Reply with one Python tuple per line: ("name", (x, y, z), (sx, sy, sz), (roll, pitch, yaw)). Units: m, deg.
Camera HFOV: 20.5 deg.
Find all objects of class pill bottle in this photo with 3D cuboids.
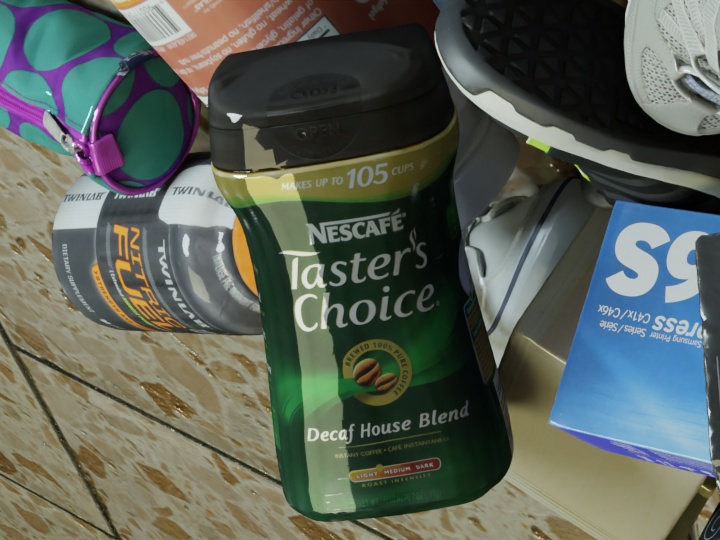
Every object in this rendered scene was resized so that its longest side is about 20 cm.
("pill bottle", (-0.087, -0.016, 1.147), (0.199, 0.106, 0.106), (-1, 135, 53))
("pill bottle", (-0.020, -0.103, 0.905), (0.200, 0.112, 0.112), (47, 153, -21))

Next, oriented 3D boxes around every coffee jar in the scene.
("coffee jar", (0.000, 0.000, 0.836), (0.104, 0.085, 0.201), (-9, 110, 8))

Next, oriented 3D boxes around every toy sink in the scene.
("toy sink", (0.134, 0.052, 0.943), (0.112, 0.131, 0.200), (32, 154, 10))

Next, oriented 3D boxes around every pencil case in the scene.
("pencil case", (-0.189, -0.114, 1.127), (0.199, 0.092, 0.086), (23, 128, 31))

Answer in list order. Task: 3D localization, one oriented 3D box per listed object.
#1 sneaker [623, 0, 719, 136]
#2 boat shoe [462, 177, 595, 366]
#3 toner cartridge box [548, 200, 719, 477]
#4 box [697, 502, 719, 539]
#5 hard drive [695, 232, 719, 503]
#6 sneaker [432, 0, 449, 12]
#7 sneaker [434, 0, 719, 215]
("sneaker", (0.130, -0.075, 0.650), (0.074, 0.082, 0.200), (19, 165, -7))
("boat shoe", (0.068, 0.001, 1.006), (0.067, 0.074, 0.200), (32, 155, 6))
("toner cartridge box", (0.171, 0.036, 0.725), (0.199, 0.096, 0.043), (10, 170, 41))
("box", (0.253, 0.081, 0.831), (0.114, 0.132, 0.200), (36, 155, -5))
("hard drive", (0.210, 0.043, 0.632), (0.199, 0.141, 0.038), (-11, 163, 28))
("sneaker", (0.019, -0.155, 0.810), (0.146, 0.077, 0.203), (25, 156, 34))
("sneaker", (0.105, -0.048, 0.791), (0.199, 0.072, 0.083), (19, 144, -26))
